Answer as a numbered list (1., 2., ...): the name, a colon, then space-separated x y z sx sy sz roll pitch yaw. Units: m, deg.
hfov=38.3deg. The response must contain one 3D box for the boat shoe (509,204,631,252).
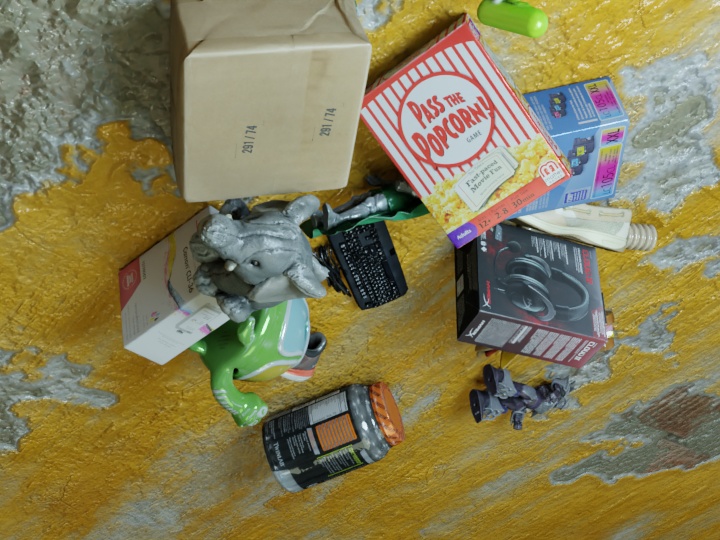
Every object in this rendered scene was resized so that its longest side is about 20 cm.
1. boat shoe: 0.255 -0.077 1.320 0.198 0.072 0.066 15 94 -17

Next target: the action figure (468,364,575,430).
1. action figure: 0.267 0.210 1.679 0.198 0.070 0.131 11 131 -35

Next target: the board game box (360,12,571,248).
1. board game box: 0.109 -0.146 1.111 0.151 0.046 0.201 -33 106 22

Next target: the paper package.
1. paper package: -0.094 -0.176 1.037 0.188 0.104 0.201 -6 141 -14

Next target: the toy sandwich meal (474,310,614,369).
1. toy sandwich meal: 0.261 0.099 1.467 0.203 0.071 0.205 -19 178 -1

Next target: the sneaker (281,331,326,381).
1. sneaker: -0.128 0.090 1.400 0.199 0.077 0.082 13 122 -44

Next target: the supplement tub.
1. supplement tub: -0.040 0.249 1.575 0.198 0.124 0.123 -22 142 10

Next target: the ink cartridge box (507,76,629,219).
1. ink cartridge box: 0.201 -0.135 1.215 0.197 0.077 0.137 -11 143 -3

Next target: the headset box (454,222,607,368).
1. headset box: 0.224 0.031 1.334 0.197 0.150 0.077 13 143 -13

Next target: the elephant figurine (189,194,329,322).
1. elephant figurine: -0.094 -0.018 1.067 0.155 0.142 0.200 -42 -171 -24

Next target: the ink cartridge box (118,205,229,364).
1. ink cartridge box: -0.192 0.008 1.224 0.199 0.117 0.067 -33 139 21

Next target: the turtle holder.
1. turtle holder: -0.126 0.081 1.280 0.140 0.187 0.131 -36 137 24

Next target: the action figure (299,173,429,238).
1. action figure: 0.036 -0.084 1.215 0.198 0.118 0.055 -17 107 -28

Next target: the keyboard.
1. keyboard: 0.000 0.000 1.344 0.103 0.040 0.201 -19 142 4

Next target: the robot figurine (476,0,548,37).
1. robot figurine: 0.146 -0.308 0.940 0.197 0.116 0.178 -3 119 -13

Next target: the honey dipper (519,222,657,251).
1. honey dipper: 0.304 -0.052 1.389 0.197 0.038 0.038 5 139 -19
